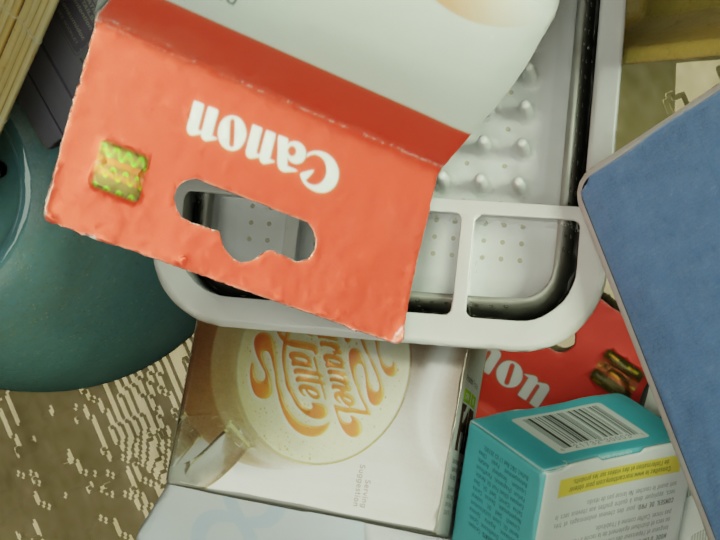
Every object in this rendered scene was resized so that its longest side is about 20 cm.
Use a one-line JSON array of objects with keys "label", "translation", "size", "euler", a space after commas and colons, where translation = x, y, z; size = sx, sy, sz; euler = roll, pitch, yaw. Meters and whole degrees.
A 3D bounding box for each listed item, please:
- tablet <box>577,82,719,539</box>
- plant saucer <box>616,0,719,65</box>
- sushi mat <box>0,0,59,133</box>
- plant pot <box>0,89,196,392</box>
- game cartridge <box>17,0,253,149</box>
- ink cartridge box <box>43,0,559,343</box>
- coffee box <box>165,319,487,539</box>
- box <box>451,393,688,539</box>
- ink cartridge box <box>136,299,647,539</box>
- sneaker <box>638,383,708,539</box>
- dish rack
[{"label": "tablet", "translation": [0.153, 0.026, 0.719], "size": [0.130, 0.014, 0.201], "euler": [-34, 64, 34]}, {"label": "plant saucer", "translation": [0.135, -0.173, 0.806], "size": [0.048, 0.200, 0.201], "euler": [8, 91, -17]}, {"label": "sushi mat", "translation": [-0.143, -0.113, 0.773], "size": [0.096, 0.012, 0.200], "euler": [46, 133, 14]}, {"label": "plant pot", "translation": [-0.156, -0.040, 0.910], "size": [0.199, 0.135, 0.201], "euler": [1, 96, 14]}, {"label": "game cartridge", "translation": [-0.119, -0.136, 0.789], "size": [0.129, 0.038, 0.201], "euler": [-27, 92, 52]}, {"label": "ink cartridge box", "translation": [-0.008, -0.090, 0.735], "size": [0.050, 0.162, 0.201], "euler": [2, 75, 52]}, {"label": "coffee box", "translation": [0.000, 0.000, 0.880], "size": [0.114, 0.080, 0.201], "euler": [10, 83, 10]}, {"label": "box", "translation": [0.075, 0.154, 0.874], "size": [0.049, 0.082, 0.201], "euler": [33, 122, 48]}, {"label": "ink cartridge box", "translation": [0.021, 0.080, 0.923], "size": [0.160, 0.047, 0.201], "euler": [35, 104, 9]}, {"label": "sneaker", "translation": [0.162, 0.058, 0.845], "size": [0.075, 0.115, 0.202], "euler": [-6, 94, -20]}, {"label": "dish rack", "translation": [0.015, -0.071, 0.825], "size": [0.171, 0.044, 0.201], "euler": [4, 82, 10]}]
